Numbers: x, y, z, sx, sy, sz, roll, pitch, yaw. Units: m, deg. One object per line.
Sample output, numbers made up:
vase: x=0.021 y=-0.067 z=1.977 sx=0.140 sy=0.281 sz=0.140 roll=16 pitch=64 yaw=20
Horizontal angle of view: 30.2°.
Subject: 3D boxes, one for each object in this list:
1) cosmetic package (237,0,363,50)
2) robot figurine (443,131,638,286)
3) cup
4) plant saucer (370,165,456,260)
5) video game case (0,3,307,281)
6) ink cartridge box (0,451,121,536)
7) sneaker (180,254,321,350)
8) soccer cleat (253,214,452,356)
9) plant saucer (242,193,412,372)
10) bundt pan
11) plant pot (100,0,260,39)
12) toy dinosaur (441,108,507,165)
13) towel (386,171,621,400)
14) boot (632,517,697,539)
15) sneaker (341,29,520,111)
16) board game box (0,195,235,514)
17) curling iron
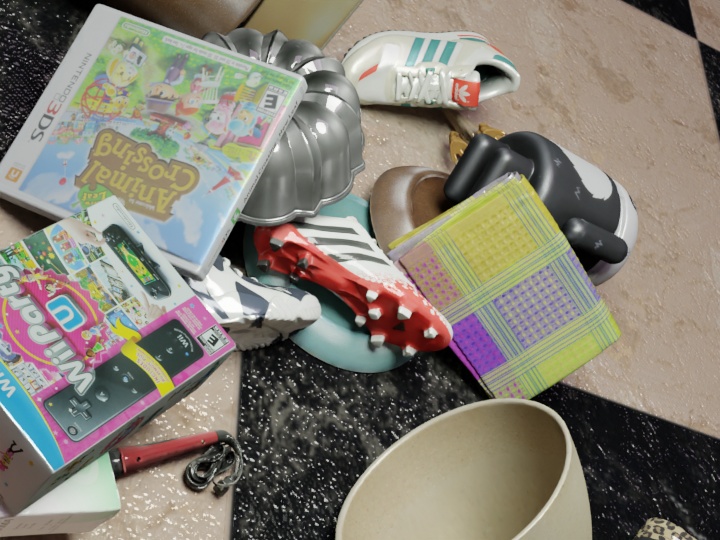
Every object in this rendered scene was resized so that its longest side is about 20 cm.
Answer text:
cosmetic package: x=-0.057 y=-0.240 z=1.238 sx=0.071 sy=0.200 sz=0.105 roll=35 pitch=42 yaw=-12
robot figurine: x=0.177 y=-0.059 z=1.279 sx=0.200 sy=0.125 sz=0.150 roll=25 pitch=49 yaw=-34
cup: x=0.102 y=0.219 z=1.041 sx=0.143 sy=0.200 sz=0.200 roll=58 pitch=38 yaw=-24
plant saucer: x=0.093 y=-0.024 z=1.289 sx=0.200 sy=0.032 sz=0.200 roll=29 pitch=41 yaw=-29
video game case: x=-0.169 y=-0.106 z=1.054 sx=0.200 sy=0.022 sz=0.182 roll=22 pitch=74 yaw=17
ink cartridge box: x=-0.270 y=0.098 z=0.888 sx=0.200 sy=0.050 sz=0.161 roll=8 pitch=53 yaw=-43
sneaker: x=-0.130 y=-0.004 z=1.091 sx=0.199 sy=0.079 sz=0.130 roll=-4 pitch=69 yaw=-28
soccer cleat: x=0.000 y=0.000 z=1.161 sx=0.200 sy=0.069 sz=0.085 roll=30 pitch=49 yaw=-9
plant saucer: x=-0.013 y=-0.001 z=1.218 sx=0.200 sy=0.027 sz=0.200 roll=20 pitch=48 yaw=-24
bundt pan: x=-0.090 y=-0.134 z=1.131 sx=0.202 sy=0.076 sz=0.202 roll=4 pitch=48 yaw=-4
plant pot: x=-0.182 y=-0.306 z=1.215 sx=0.198 sy=0.200 sz=0.200 roll=39 pitch=42 yaw=-19
toy dinosaur: x=0.121 y=-0.140 z=1.419 sx=0.200 sy=0.060 sz=0.106 roll=45 pitch=11 yaw=7
towel: x=0.132 y=0.020 z=1.204 sx=0.200 sy=0.144 sz=0.023 roll=53 pitch=9 yaw=-19
boot: x=0.283 y=0.323 z=1.169 sx=0.200 sy=0.073 sz=0.151 roll=46 pitch=42 yaw=9
sneaker: x=0.074 y=-0.200 z=1.363 sx=0.200 sy=0.070 sz=0.093 roll=-10 pitch=33 yaw=-30
board game box: x=-0.200 y=0.051 z=0.911 sx=0.148 sy=0.064 sz=0.200 roll=50 pitch=38 yaw=3
curling iron: x=-0.170 y=0.148 z=0.983 sx=0.200 sy=0.026 sz=0.050 roll=-1 pitch=56 yaw=-38
